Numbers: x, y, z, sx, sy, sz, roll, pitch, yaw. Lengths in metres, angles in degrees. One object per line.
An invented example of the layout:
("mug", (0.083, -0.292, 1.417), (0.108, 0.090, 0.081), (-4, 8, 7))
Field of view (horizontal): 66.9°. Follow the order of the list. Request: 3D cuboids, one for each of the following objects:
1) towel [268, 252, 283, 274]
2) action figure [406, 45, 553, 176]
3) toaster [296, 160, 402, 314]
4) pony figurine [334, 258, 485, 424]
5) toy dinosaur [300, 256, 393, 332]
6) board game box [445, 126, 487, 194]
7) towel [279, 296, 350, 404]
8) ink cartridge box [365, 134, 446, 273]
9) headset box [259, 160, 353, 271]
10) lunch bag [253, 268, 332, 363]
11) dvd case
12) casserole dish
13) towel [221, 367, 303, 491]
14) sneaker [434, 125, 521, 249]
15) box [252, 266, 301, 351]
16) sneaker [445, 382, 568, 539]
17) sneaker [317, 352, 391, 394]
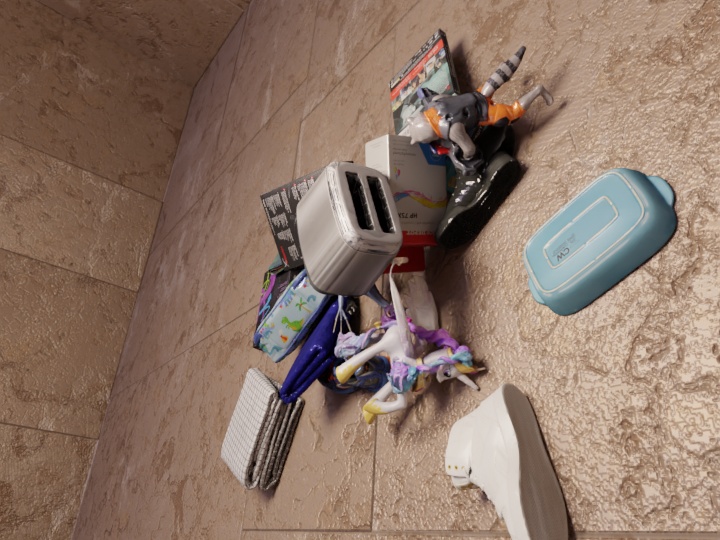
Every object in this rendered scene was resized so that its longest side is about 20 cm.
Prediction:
("towel", (-0.146, -0.091, 1.287), (0.146, 0.022, 0.203), (-24, 39, 48))
("action figure", (0.148, -0.249, 0.797), (0.191, 0.105, 0.202), (-29, 56, -4))
("toaster", (-0.016, -0.056, 0.775), (0.129, 0.112, 0.203), (-49, 44, 46))
("pony figurine", (0.058, 0.104, 0.775), (0.198, 0.166, 0.196), (-27, 73, 22))
("toy dinosaur", (0.000, 0.000, 0.901), (0.105, 0.179, 0.203), (-28, 42, 53))
("board game box", (0.136, -0.226, 0.949), (0.153, 0.046, 0.200), (-64, 31, 7))
("towel", (-0.070, 0.134, 0.976), (0.149, 0.049, 0.201), (-55, 5, 29))
("ink cartridge box", (0.073, -0.098, 0.846), (0.067, 0.114, 0.205), (-1, 92, 57))
("headset box", (-0.069, -0.102, 0.998), (0.197, 0.077, 0.152), (-18, 94, 28))
("lunch bag", (-0.114, 0.074, 1.064), (0.201, 0.082, 0.161), (-53, -5, 21))
("dvd case", (0.111, -0.327, 0.987), (0.145, 0.022, 0.203), (-39, 39, 37))
("casserole dish", (0.266, -0.038, 0.640), (0.200, 0.038, 0.123), (-47, 36, 32))
("towel", (-0.202, 0.317, 1.107), (0.165, 0.084, 0.204), (12, 83, 60))
("sneaker", (0.171, -0.133, 0.829), (0.201, 0.059, 0.105), (-50, 38, 18))
("box", (-0.196, 0.075, 1.289), (0.142, 0.036, 0.204), (-31, 48, 45))
("sneaker", (0.155, 0.243, 0.613), (0.116, 0.073, 0.202), (-46, 28, 34))
("sneaker", (-0.021, 0.164, 0.920), (0.198, 0.077, 0.077), (-19, 55, 51))
